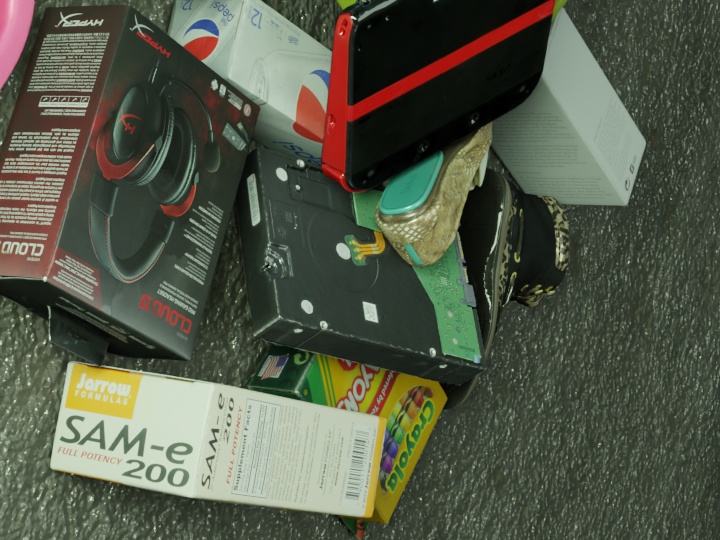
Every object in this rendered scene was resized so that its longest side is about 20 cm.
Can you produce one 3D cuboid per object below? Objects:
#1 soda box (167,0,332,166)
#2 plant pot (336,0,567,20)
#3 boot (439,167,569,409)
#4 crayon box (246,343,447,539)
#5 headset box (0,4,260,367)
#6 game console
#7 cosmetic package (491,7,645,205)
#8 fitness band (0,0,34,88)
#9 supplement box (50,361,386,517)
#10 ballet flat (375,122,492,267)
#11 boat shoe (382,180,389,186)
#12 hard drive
[{"bbox_3d":[-0.053,-0.127,1.260,0.200,0.068,0.064,30,69,-53],"label":"soda box"},{"bbox_3d":[0.062,-0.282,1.278,0.198,0.182,0.200,-1,134,-54],"label":"plant pot"},{"bbox_3d":[0.113,0.018,1.507,0.150,0.073,0.202,5,94,-60],"label":"boot"},{"bbox_3d":[0.000,0.103,1.371,0.201,0.050,0.128,58,47,-40],"label":"crayon box"},{"bbox_3d":[-0.154,-0.043,1.115,0.148,0.074,0.202,36,64,-51],"label":"headset box"},{"bbox_3d":[0.057,-0.152,1.238,0.199,0.031,0.178,-31,147,-26],"label":"game console"},{"bbox_3d":[0.160,-0.139,1.537,0.200,0.101,0.072,48,54,-46],"label":"cosmetic package"},{"bbox_3d":[-0.255,-0.140,0.997,0.144,0.037,0.201,57,50,-41],"label":"fitness band"},{"bbox_3d":[-0.090,0.115,1.178,0.199,0.125,0.074,18,80,-53],"label":"supplement box"},{"bbox_3d":[0.061,-0.073,1.336,0.201,0.070,0.066,-60,137,-45],"label":"ballet flat"},{"bbox_3d":[0.065,-0.121,1.428,0.073,0.069,0.202,8,86,-55],"label":"boat shoe"},{"bbox_3d":[0.000,0.000,1.289,0.199,0.038,0.141,14,55,-38],"label":"hard drive"}]
